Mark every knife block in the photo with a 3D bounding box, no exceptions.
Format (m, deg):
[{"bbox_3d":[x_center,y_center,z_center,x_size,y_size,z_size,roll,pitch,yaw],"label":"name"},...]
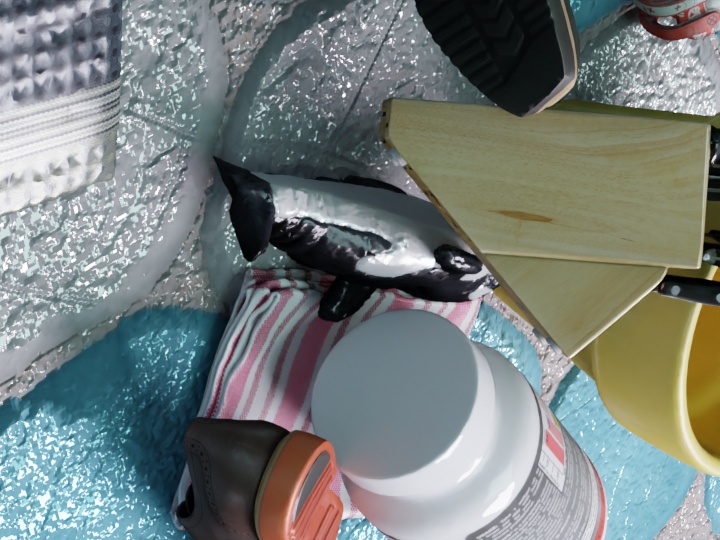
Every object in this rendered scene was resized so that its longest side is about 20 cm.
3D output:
[{"bbox_3d":[0.130,-0.052,0.860,0.175,0.064,0.200,-41,95,-1],"label":"knife block"}]

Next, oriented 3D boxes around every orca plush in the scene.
[{"bbox_3d":[0.000,0.000,0.913,0.199,0.105,0.072,2,114,-57],"label":"orca plush"}]

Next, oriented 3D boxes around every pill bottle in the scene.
[{"bbox_3d":[0.056,0.107,0.984,0.116,0.115,0.200,-54,145,-10],"label":"pill bottle"}]

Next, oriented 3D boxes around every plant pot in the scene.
[{"bbox_3d":[0.173,-0.011,1.031,0.200,0.188,0.203,-24,127,-36],"label":"plant pot"}]

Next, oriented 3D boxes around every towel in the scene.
[{"bbox_3d":[-0.012,0.077,1.004,0.199,0.030,0.148,6,106,-48],"label":"towel"},{"bbox_3d":[-0.180,-0.105,0.735,0.199,0.034,0.194,-21,127,-42],"label":"towel"}]

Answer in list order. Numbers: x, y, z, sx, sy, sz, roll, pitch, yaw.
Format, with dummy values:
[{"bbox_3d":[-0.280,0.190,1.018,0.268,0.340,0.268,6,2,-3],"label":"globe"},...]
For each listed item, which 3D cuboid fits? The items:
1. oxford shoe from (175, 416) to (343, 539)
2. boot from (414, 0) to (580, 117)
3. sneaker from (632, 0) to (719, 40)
[{"bbox_3d":[-0.054,0.130,0.931,0.201,0.072,0.072,93,22,-55],"label":"oxford shoe"},{"bbox_3d":[0.080,-0.176,0.860,0.138,0.077,0.202,-14,75,-45],"label":"boot"},{"bbox_3d":[0.169,-0.180,1.031,0.200,0.067,0.109,-25,124,-40],"label":"sneaker"}]
